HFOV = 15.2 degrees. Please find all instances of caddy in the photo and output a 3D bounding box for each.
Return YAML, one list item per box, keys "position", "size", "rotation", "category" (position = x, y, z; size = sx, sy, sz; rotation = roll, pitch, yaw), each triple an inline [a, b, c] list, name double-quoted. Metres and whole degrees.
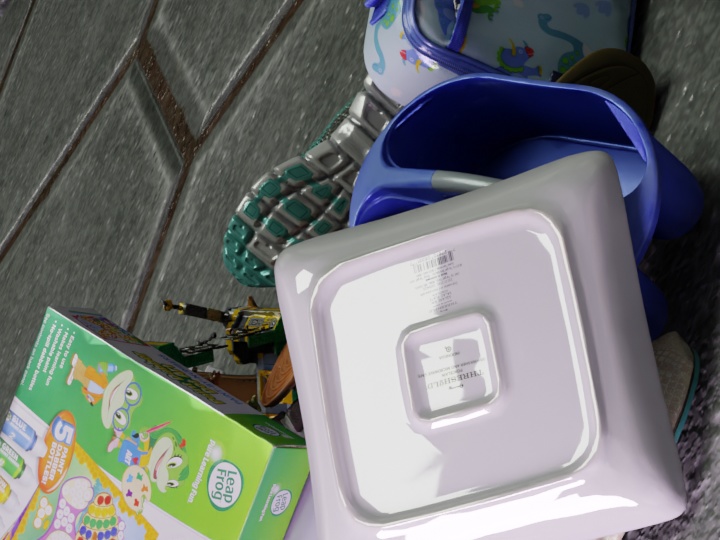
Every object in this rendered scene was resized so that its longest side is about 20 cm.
- position: [0.086, -0.031, 1.467]
  size: [0.200, 0.105, 0.141]
  rotation: [11, 78, 39]
  category: "caddy"

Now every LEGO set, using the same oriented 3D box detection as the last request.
- position: [-0.125, 0.093, 1.698]
  size: [0.116, 0.200, 0.154]
  rotation: [2, 107, 33]
  category: "LEGO set"

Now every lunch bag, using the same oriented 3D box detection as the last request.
- position: [0.089, -0.176, 1.665]
  size: [0.082, 0.161, 0.200]
  rotation: [-44, 27, 53]
  category: "lunch bag"

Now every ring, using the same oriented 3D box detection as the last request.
- position: [0.000, 0.000, 1.630]
  size: [0.200, 0.019, 0.200]
  rotation: [-58, 5, 9]
  category: "ring"

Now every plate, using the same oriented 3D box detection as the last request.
- position: [0.052, 0.052, 1.384]
  size: [0.199, 0.032, 0.200]
  rotation: [-17, 70, 21]
  category: "plate"

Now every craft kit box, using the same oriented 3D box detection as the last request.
- position: [-0.137, 0.149, 1.553]
  size: [0.197, 0.049, 0.200]
  rotation: [27, 102, 34]
  category: "craft kit box"

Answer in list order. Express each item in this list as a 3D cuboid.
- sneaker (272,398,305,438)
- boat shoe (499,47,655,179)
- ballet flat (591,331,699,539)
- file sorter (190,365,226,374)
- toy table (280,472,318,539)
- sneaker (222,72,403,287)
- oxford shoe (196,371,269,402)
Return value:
- position: [-0.006, 0.124, 1.591]
  size: [0.200, 0.116, 0.076]
  rotation: [-39, 0, 8]
  category: "sneaker"
- position: [0.104, -0.039, 1.590]
  size: [0.201, 0.072, 0.066]
  rotation: [-63, 10, -4]
  category: "boat shoe"
- position: [0.111, 0.117, 1.385]
  size: [0.200, 0.062, 0.067]
  rotation: [-67, 19, -4]
  category: "ballet flat"
- position: [-0.187, 0.153, 2.021]
  size: [0.139, 0.124, 0.200]
  rotation: [62, -129, -78]
  category: "file sorter"
- position: [0.033, 0.145, 1.487]
  size: [0.184, 0.117, 0.200]
  rotation: [-29, 41, 62]
  category: "toy table"
- position: [-0.008, -0.063, 1.786]
  size: [0.200, 0.078, 0.091]
  rotation: [-43, -1, 0]
  category: "sneaker"
- position: [-0.099, 0.107, 1.817]
  size: [0.071, 0.200, 0.071]
  rotation: [-132, 34, -66]
  category: "oxford shoe"
